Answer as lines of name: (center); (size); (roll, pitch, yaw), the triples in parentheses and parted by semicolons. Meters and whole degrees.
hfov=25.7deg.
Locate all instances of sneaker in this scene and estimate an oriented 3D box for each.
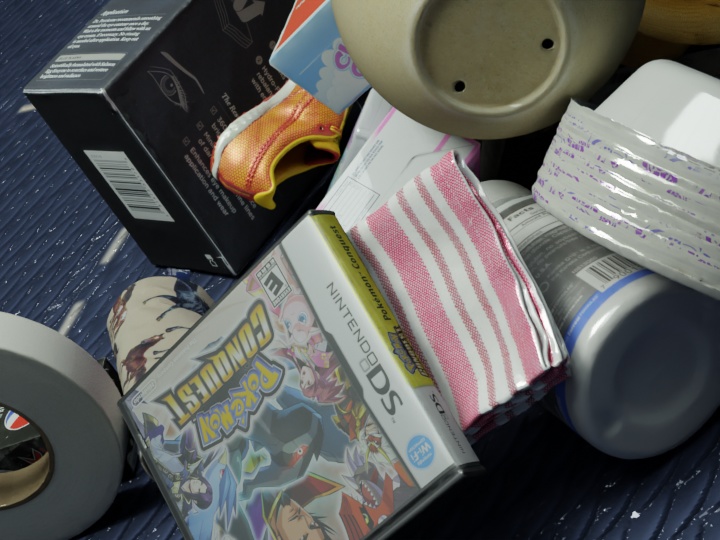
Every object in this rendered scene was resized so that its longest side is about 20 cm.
sneaker: (-0.033, -0.123, 1.241); (0.077, 0.073, 0.200); (34, 67, 13)

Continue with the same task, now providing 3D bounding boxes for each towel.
towel: (0.014, 0.044, 0.906); (0.200, 0.030, 0.146); (-37, 68, 29)

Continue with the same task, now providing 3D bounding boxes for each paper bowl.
paper bowl: (0.205, -0.048, 0.883); (0.201, 0.201, 0.104); (38, 110, 55)

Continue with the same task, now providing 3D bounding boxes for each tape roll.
tape roll: (-0.258, 0.113, 1.070); (0.203, 0.203, 0.037); (-22, 34, 15)

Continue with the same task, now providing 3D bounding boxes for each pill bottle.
pill bottle: (0.124, 0.021, 0.954); (0.114, 0.114, 0.200); (-38, 33, -8)

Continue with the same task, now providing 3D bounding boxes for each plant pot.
plant pot: (0.075, -0.157, 0.933); (0.200, 0.200, 0.135); (-22, 25, 16)

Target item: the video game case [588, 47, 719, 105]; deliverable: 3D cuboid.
video game case: (0.232, -0.087, 1.074); (0.200, 0.036, 0.181); (-9, 39, 32)

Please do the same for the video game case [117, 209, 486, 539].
video game case: (-0.043, 0.096, 0.919); (0.200, 0.025, 0.181); (-43, 65, 29)

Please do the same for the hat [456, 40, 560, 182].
hat: (0.109, -0.133, 1.134); (0.081, 0.201, 0.201); (-7, 33, -7)

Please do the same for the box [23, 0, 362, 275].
box: (-0.129, -0.135, 1.288); (0.117, 0.197, 0.200); (7, 49, 45)

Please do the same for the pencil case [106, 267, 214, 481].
pencil case: (-0.124, 0.078, 1.115); (0.089, 0.078, 0.200); (-17, 33, -6)

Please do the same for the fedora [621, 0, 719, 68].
fedora: (0.200, -0.203, 1.118); (0.200, 0.082, 0.201); (10, 45, -10)

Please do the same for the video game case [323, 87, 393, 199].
video game case: (0.006, -0.103, 1.185); (0.182, 0.024, 0.200); (115, 177, -48)

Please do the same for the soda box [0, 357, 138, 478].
soda box: (-0.260, 0.135, 1.168); (0.200, 0.063, 0.071); (-19, 36, 20)

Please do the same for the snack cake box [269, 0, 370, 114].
snack cake box: (0.032, -0.210, 1.075); (0.200, 0.067, 0.115); (-39, 24, 38)

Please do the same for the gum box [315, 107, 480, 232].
gum box: (0.000, 0.000, 1.051); (0.066, 0.114, 0.200); (32, 72, 16)
